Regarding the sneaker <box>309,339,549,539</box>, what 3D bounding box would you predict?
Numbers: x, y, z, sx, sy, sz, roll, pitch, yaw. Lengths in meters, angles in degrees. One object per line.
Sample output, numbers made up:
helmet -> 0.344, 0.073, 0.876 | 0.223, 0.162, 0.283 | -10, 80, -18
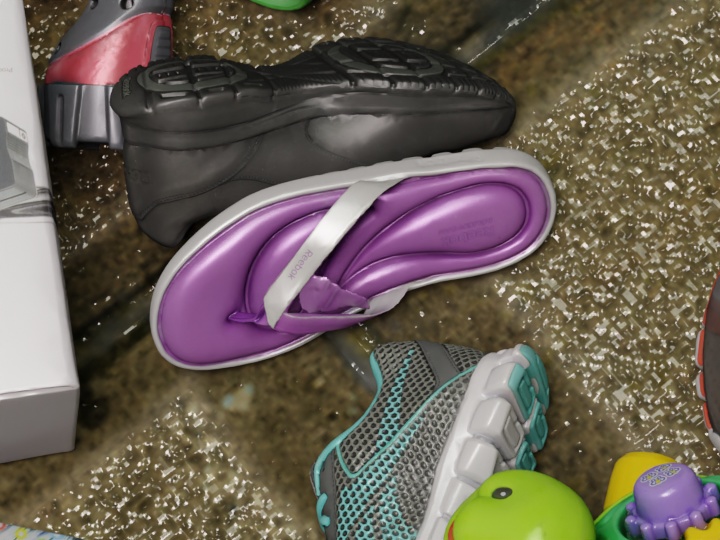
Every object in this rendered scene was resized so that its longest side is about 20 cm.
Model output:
sneaker -> 0.012, 0.118, 1.241 | 0.091, 0.078, 0.201 | 15, 66, 27

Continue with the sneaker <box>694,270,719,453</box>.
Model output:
sneaker -> 0.200, -0.006, 1.258 | 0.077, 0.082, 0.201 | 11, 70, 9

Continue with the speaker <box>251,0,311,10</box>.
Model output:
speaker -> -0.012, -0.231, 1.363 | 0.088, 0.089, 0.201 | 24, 72, 13

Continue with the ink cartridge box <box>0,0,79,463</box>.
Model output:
ink cartridge box -> -0.181, -0.021, 1.245 | 0.084, 0.145, 0.201 | -7, 76, -8

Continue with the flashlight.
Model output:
flashlight -> -0.118, -0.157, 1.317 | 0.067, 0.068, 0.202 | 1, 91, -20

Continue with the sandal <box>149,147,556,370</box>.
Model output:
sandal -> -0.002, -0.006, 1.271 | 0.201, 0.083, 0.050 | -22, 29, -6

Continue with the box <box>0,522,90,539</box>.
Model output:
box -> -0.195, 0.209, 1.228 | 0.136, 0.040, 0.201 | 9, 70, 9

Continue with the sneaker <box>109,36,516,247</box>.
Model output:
sneaker -> -0.022, -0.059, 1.307 | 0.199, 0.091, 0.076 | -6, 22, -15

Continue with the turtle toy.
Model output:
turtle toy -> 0.132, 0.142, 1.187 | 0.199, 0.101, 0.147 | 14, 70, 3
